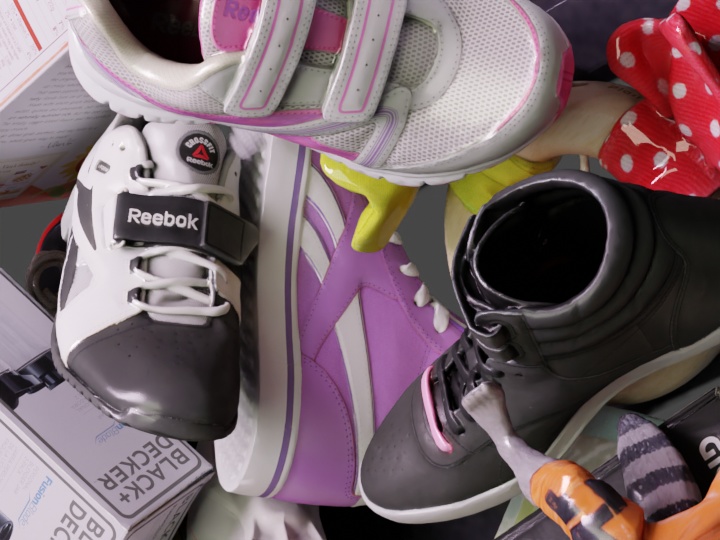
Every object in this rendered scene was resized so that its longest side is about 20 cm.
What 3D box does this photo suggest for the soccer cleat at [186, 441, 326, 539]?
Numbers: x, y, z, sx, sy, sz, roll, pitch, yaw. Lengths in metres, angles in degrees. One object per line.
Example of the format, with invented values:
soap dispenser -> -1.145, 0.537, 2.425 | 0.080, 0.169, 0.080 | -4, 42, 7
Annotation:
soccer cleat -> -0.040, 0.133, 1.196 | 0.200, 0.069, 0.078 | -99, 18, -59

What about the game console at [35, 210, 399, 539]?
game console -> -0.063, 0.062, 1.307 | 0.176, 0.031, 0.201 | -5, 95, 32

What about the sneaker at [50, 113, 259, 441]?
sneaker -> -0.081, -0.013, 1.170 | 0.200, 0.074, 0.089 | -109, 34, -54

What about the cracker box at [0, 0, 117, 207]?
cracker box -> -0.114, -0.098, 1.249 | 0.200, 0.134, 0.058 | -37, 74, 35

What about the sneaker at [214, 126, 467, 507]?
sneaker -> 0.000, 0.000, 1.218 | 0.073, 0.114, 0.201 | 147, 126, -66

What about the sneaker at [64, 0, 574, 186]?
sneaker -> -0.023, -0.081, 1.074 | 0.199, 0.088, 0.082 | 6, 84, 12

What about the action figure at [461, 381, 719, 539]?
action figure -> 0.149, 0.101, 0.995 | 0.105, 0.199, 0.194 | 98, 154, -58

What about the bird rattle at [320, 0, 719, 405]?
bird rattle -> 0.097, -0.029, 1.147 | 0.199, 0.113, 0.164 | -2, 108, 25

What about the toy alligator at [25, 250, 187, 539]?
toy alligator -> -0.109, 0.086, 1.276 | 0.054, 0.059, 0.201 | 154, 100, -81

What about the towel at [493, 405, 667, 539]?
towel -> 0.126, 0.146, 1.108 | 0.200, 0.048, 0.172 | 13, 73, 34

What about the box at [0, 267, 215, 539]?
box -> -0.168, 0.063, 1.222 | 0.200, 0.060, 0.117 | 43, 130, 11

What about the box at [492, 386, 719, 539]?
box -> 0.115, 0.165, 1.045 | 0.160, 0.049, 0.200 | -36, 53, 11

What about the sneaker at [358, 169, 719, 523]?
sneaker -> 0.049, 0.024, 1.074 | 0.200, 0.099, 0.071 | -36, 53, 31
